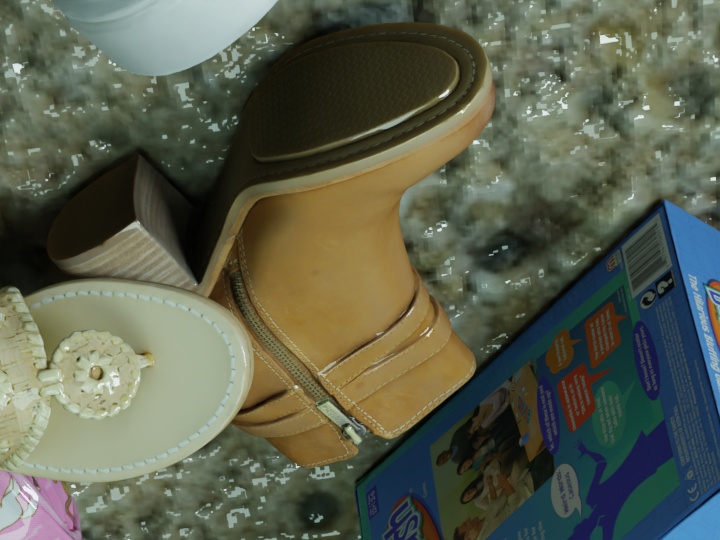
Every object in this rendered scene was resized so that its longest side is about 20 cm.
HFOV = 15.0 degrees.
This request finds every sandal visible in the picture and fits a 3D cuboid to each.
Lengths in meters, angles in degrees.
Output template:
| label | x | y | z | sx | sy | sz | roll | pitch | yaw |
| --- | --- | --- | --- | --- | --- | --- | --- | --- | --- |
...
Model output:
| label | x | y | z | sx | sy | sz | roll | pitch | yaw |
| --- | --- | --- | --- | --- | --- | --- | --- | --- | --- |
| sandal | -0.148 | 0.045 | 1.012 | 0.211 | 0.070 | 0.078 | 1 | 100 | 24 |

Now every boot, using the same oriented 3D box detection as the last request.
| label | x | y | z | sx | sy | sz | roll | pitch | yaw |
| --- | --- | --- | --- | --- | --- | --- | --- | --- | --- |
| boot | 0.000 | 0.000 | 1.035 | 0.200 | 0.077 | 0.155 | -29 | 127 | 24 |

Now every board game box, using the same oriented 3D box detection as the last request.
| label | x | y | z | sx | sy | sz | roll | pitch | yaw |
| --- | --- | --- | --- | --- | --- | --- | --- | --- | --- |
| board game box | 0.081 | 0.091 | 1.082 | 0.045 | 0.152 | 0.200 | 28 | 125 | -29 |

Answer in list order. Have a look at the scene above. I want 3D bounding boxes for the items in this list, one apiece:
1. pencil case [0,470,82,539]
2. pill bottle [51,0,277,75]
| label | x | y | z | sx | sy | sz | roll | pitch | yaw |
| --- | --- | --- | --- | --- | --- | --- | --- | --- | --- |
| pencil case | -0.207 | 0.134 | 1.100 | 0.200 | 0.087 | 0.083 | -41 | 131 | 4 |
| pill bottle | -0.106 | -0.157 | 0.854 | 0.113 | 0.113 | 0.200 | -32 | 128 | 21 |
